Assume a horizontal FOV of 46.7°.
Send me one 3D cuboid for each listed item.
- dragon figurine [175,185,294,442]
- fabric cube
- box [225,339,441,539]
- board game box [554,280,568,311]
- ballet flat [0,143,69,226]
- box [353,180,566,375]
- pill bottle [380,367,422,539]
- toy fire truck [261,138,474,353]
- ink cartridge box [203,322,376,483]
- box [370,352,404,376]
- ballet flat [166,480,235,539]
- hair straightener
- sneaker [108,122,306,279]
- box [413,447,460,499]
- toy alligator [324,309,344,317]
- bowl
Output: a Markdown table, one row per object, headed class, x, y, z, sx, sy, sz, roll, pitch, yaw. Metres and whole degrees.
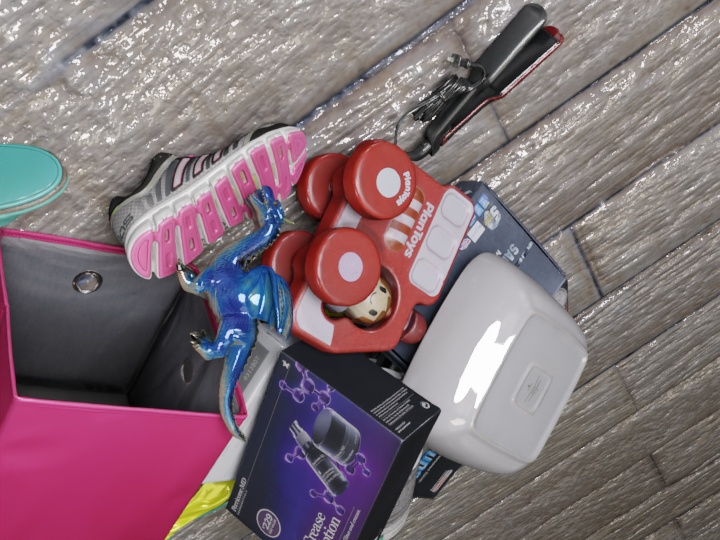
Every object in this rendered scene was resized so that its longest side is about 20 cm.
| class | x | y | z | sx | sy | sz | roll | pitch | yaw |
| --- | --- | --- | --- | --- | --- | --- | --- | --- | --- |
| dragon figurine | -0.087 | 0.030 | 0.672 | 0.098 | 0.202 | 0.059 | -14 | 168 | 1 |
| fabric cube | -0.248 | 0.114 | 0.748 | 0.195 | 0.201 | 0.200 | 11 | 126 | -36 |
| box | -0.031 | 0.180 | 0.786 | 0.079 | 0.141 | 0.202 | -21 | 138 | -53 |
| board game box | 0.162 | 0.100 | 0.986 | 0.199 | 0.035 | 0.137 | -28 | 129 | -20 |
| ballet flat | -0.331 | -0.053 | 0.658 | 0.198 | 0.068 | 0.071 | -13 | 159 | -17 |
| box | 0.109 | 0.032 | 0.879 | 0.158 | 0.051 | 0.201 | 44 | 77 | -25 |
| pill bottle | 0.009 | 0.205 | 0.911 | 0.112 | 0.114 | 0.201 | -13 | 139 | -17 |
| toy fire truck | 0.015 | -0.014 | 0.767 | 0.167 | 0.112 | 0.202 | 31 | 74 | -28 |
| ink cartridge box | -0.083 | 0.140 | 0.868 | 0.164 | 0.057 | 0.200 | -58 | 156 | 8 |
| box | 0.097 | 0.077 | 0.978 | 0.136 | 0.040 | 0.201 | 23 | 101 | -41 |
| ballet flat | -0.239 | 0.293 | 1.024 | 0.199 | 0.067 | 0.067 | -34 | 116 | 1 |
| hair straightener | 0.094 | -0.178 | 0.784 | 0.199 | 0.041 | 0.077 | -38 | 136 | 15 |
| sneaker | -0.136 | -0.077 | 0.726 | 0.199 | 0.087 | 0.074 | -39 | 144 | -24 |
| box | 0.087 | 0.227 | 1.139 | 0.158 | 0.046 | 0.201 | 15 | 120 | -36 |
| toy alligator | 0.000 | 0.000 | 0.874 | 0.198 | 0.060 | 0.055 | -25 | 137 | -8 |
| bowl | 0.144 | 0.106 | 0.830 | 0.199 | 0.074 | 0.201 | 35 | 84 | -42 |
